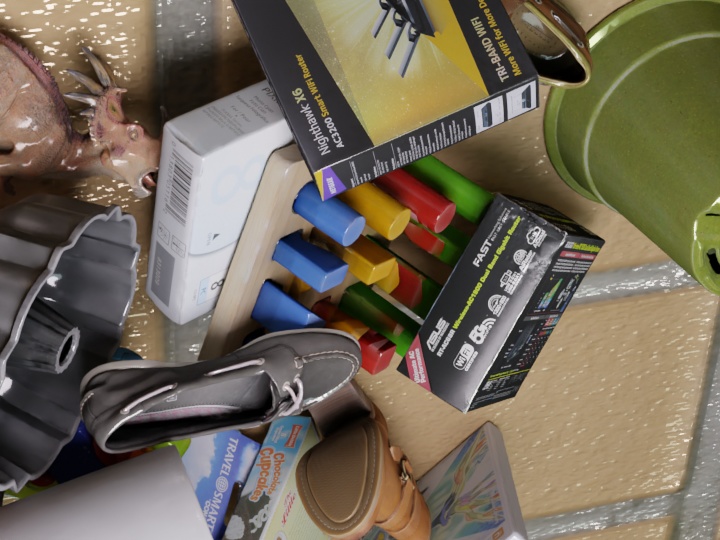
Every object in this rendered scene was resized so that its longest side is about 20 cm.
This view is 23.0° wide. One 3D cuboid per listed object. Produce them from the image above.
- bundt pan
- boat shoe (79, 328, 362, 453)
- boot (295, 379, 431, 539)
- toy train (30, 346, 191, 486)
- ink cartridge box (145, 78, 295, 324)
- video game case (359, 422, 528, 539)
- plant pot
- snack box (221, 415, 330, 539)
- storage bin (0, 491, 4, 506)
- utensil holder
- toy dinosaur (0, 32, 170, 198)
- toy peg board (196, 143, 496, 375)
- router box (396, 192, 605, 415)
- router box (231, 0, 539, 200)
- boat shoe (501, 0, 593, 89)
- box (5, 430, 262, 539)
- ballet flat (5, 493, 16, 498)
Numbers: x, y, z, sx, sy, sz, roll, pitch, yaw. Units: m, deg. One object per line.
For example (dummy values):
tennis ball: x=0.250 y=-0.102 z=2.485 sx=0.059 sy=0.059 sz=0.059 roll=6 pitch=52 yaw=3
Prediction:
bundt pan: x=-0.224 y=0.039 z=1.159 sx=0.076 sy=0.202 sz=0.202 roll=21 pitch=123 yaw=10
boat shoe: x=-0.090 y=0.088 z=1.208 sx=0.200 sy=0.057 sz=0.067 roll=-8 pitch=131 yaw=-14
boot: x=0.013 y=0.179 z=1.422 sx=0.074 sy=0.200 sz=0.155 roll=-23 pitch=123 yaw=12
toy train: x=-0.158 y=0.161 z=1.328 sx=0.085 sy=0.116 sz=0.200 roll=-17 pitch=121 yaw=29
ink cartridge box: x=-0.056 y=-0.065 z=1.249 sx=0.200 sy=0.047 sz=0.160 roll=-26 pitch=145 yaw=-33
video game case: x=0.057 y=0.232 z=1.488 sx=0.182 sy=0.200 sz=0.022 roll=-42 pitch=107 yaw=13
plant pot: x=0.264 y=-0.081 z=1.328 sx=0.200 sy=0.190 sz=0.200 roll=-10 pitch=128 yaw=-13
snack box: x=-0.072 y=0.229 z=1.441 sx=0.037 sy=0.200 sz=0.116 roll=4 pitch=137 yaw=22
storage bin: x=-0.314 y=0.103 z=1.245 sx=0.134 sy=0.200 sz=0.146 roll=16 pitch=164 yaw=-39
utensil holder: x=-0.189 y=0.223 z=1.178 sx=0.200 sy=0.170 sz=0.170 roll=-22 pitch=130 yaw=-8
toy dinosaur: x=-0.229 y=-0.114 z=1.188 sx=0.136 sy=0.086 sz=0.200 roll=-40 pitch=125 yaw=12
toy peg board: x=0.000 y=0.000 z=1.286 sx=0.199 sy=0.098 sz=0.200 roll=-26 pitch=144 yaw=-52
router box: x=0.110 y=0.024 z=1.340 sx=0.150 sy=0.062 sz=0.200 roll=-60 pitch=166 yaw=7
router box: x=0.006 y=-0.167 z=1.161 sx=0.157 sy=0.200 sz=0.052 roll=-24 pitch=160 yaw=-2
boat shoe: x=0.088 y=-0.188 z=1.258 sx=0.200 sy=0.068 sz=0.072 roll=18 pitch=119 yaw=-30
box: x=-0.176 y=0.151 z=1.389 sx=0.048 sy=0.122 sz=0.200 roll=-9 pitch=146 yaw=45
ballet flat: x=-0.293 y=0.143 z=1.374 sx=0.200 sy=0.067 sz=0.067 roll=19 pitch=131 yaw=-32
